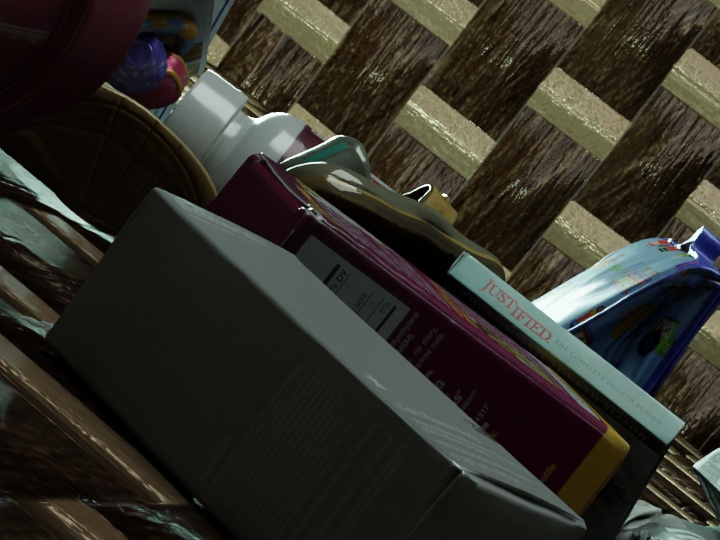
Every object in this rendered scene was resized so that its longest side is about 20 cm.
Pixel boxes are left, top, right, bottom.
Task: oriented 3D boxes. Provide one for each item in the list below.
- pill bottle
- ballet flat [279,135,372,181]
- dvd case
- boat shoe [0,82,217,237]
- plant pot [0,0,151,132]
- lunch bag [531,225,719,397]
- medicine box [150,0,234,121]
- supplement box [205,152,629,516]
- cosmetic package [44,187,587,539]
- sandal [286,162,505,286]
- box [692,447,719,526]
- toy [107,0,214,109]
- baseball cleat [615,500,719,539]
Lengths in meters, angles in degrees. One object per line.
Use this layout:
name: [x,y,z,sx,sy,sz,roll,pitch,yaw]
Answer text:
pill bottle: [-0.040,-0.026,1.607,0.200,0.110,0.110,37,5,-3]
ballet flat: [0.000,0.000,1.493,0.067,0.064,0.200,48,-16,35]
dvd case: [0.089,0.085,1.426,0.146,0.022,0.200,39,-29,11]
boat shoe: [-0.164,-0.085,1.470,0.200,0.074,0.069,36,11,-12]
plant pot: [-0.218,-0.163,1.222,0.200,0.200,0.179,39,20,22]
lunch bag: [0.136,0.043,1.594,0.094,0.200,0.151,47,1,-7]
medicine box: [-0.183,-0.207,1.694,0.200,0.182,0.103,25,12,-33]
supplement box: [0.008,0.051,1.257,0.200,0.103,0.131,37,4,-20]
cosmetic package: [-0.020,0.062,1.040,0.200,0.090,0.107,45,11,35]
sandal: [0.015,-0.023,1.389,0.200,0.080,0.054,35,45,-53]
box: [0.292,0.216,1.660,0.200,0.050,0.158,63,-7,-23]
toy: [-0.138,-0.114,1.562,0.200,0.115,0.047,125,-51,-78]
baseball cleat: [0.181,0.186,1.589,0.106,0.070,0.200,19,3,7]
